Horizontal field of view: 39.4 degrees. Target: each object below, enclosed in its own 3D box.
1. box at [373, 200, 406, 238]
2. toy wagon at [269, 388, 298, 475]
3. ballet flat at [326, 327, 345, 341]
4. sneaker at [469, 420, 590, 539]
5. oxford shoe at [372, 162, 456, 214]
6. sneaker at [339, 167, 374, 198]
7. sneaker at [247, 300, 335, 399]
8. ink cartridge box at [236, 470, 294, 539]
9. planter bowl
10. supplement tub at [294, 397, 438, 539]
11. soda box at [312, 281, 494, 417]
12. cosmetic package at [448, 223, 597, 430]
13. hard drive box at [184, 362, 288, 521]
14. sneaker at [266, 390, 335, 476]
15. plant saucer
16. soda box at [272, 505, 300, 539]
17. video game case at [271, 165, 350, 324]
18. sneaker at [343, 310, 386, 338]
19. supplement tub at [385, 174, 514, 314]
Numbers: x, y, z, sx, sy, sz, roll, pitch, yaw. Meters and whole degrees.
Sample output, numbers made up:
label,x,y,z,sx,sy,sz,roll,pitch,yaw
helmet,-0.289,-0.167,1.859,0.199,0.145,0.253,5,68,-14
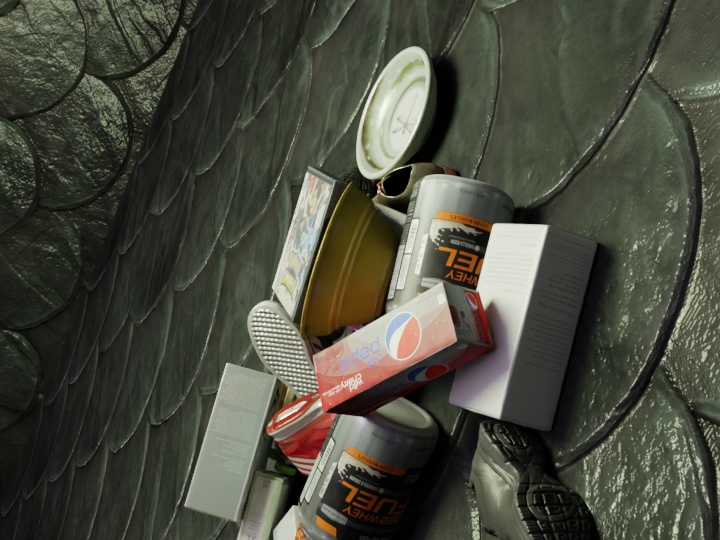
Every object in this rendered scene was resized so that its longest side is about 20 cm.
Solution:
label,x,y,z,sx,sy,sz,roll,pitch,yaw
box,0.013,-0.028,1.332,0.200,0.041,0.119,27,82,45
toy wagon,-0.086,0.217,1.456,0.200,0.039,0.156,-156,84,-72
ballet flat,-0.023,0.006,1.427,0.046,0.067,0.201,71,-145,-59
sneaker,0.156,0.231,0.963,0.200,0.076,0.091,-109,34,-62
oxford shoe,0.049,-0.109,1.379,0.200,0.075,0.071,-27,50,56
sneaker,-0.042,-0.062,1.530,0.201,0.076,0.091,-67,15,1
sneaker,-0.077,0.116,1.363,0.078,0.200,0.079,-28,15,25
ink cartridge box,-0.144,0.385,1.412,0.146,0.048,0.201,80,-154,-79
planter bowl,0.000,0.000,1.209,0.200,0.083,0.201,18,-90,-83
supplement tub,0.002,0.249,1.187,0.201,0.122,0.123,-67,25,12
soda box,0.041,0.088,1.057,0.200,0.063,0.070,-32,58,36
cosmetic package,0.167,0.055,1.039,0.102,0.074,0.201,9,84,64
hard drive box,-0.170,0.240,1.414,0.156,0.076,0.201,75,-149,-81
sneaker,-0.010,0.196,1.285,0.199,0.116,0.078,-27,17,19
plant saucer,0.063,-0.222,1.456,0.200,0.050,0.201,-42,39,47
soda box,-0.062,0.405,1.280,0.064,0.068,0.201,-54,31,34
video game case,-0.068,-0.038,1.304,0.200,0.025,0.182,-138,64,-74
sneaker,0.002,0.063,1.372,0.082,0.070,0.201,-44,35,42
supplement tub,0.100,0.002,1.150,0.122,0.122,0.201,-6,69,63
